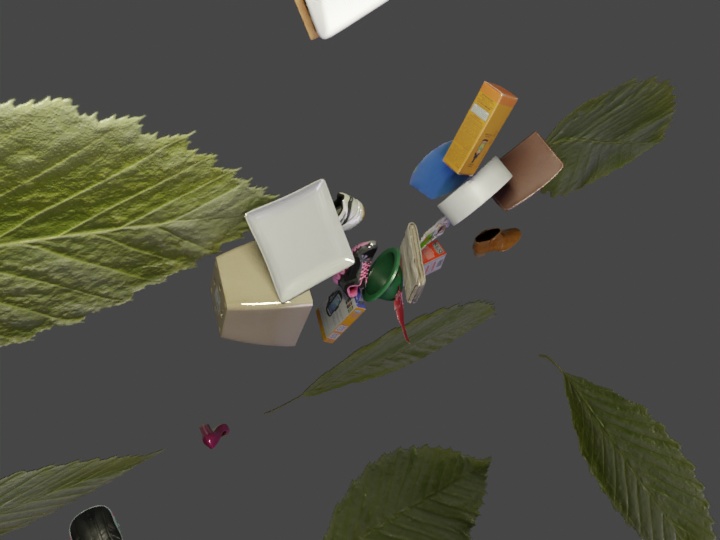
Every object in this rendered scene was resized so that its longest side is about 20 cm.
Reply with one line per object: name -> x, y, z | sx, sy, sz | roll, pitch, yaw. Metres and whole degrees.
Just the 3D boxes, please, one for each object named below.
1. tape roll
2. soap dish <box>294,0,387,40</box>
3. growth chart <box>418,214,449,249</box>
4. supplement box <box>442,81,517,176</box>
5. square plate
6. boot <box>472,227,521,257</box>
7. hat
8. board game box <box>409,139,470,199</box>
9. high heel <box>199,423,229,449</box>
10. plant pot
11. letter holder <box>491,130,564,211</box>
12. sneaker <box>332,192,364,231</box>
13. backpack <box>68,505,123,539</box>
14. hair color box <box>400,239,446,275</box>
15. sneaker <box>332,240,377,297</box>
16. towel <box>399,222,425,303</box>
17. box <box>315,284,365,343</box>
tape roll -> 0.298, -0.207, 1.514 | 0.202, 0.071, 0.202 | -41, 180, 0
soap dish -> -0.033, -0.415, 0.745 | 0.157, 0.082, 0.200 | -32, 158, 0
growth chart -> 0.224, -0.115, 1.722 | 0.200, 0.018, 0.145 | -42, 165, -8
supplement box -> 0.266, -0.314, 1.302 | 0.066, 0.069, 0.201 | -3, 129, -43
square plate -> -0.125, -0.065, 1.224 | 0.197, 0.202, 0.028 | -29, -163, -26
boot -> 0.487, -0.116, 2.035 | 0.200, 0.071, 0.144 | -25, 160, -4
hat -> 0.116, 0.059, 1.688 | 0.175, 0.166, 0.201 | 30, 105, -23
board game box -> 0.198, -0.257, 1.425 | 0.158, 0.039, 0.199 | -40, 149, 20
high heel -> -0.541, 0.637, 2.195 | 0.067, 0.097, 0.200 | -35, 157, 7
plant pot -> -0.235, 0.052, 1.306 | 0.175, 0.201, 0.201 | -5, 148, -25
letter holder -> 0.456, -0.258, 1.617 | 0.199, 0.143, 0.100 | -38, 157, 13
sneaker -> -0.088, -0.106, 1.337 | 0.200, 0.076, 0.087 | -41, 140, 13
backpack -> -1.015, 1.016, 2.220 | 0.176, 0.201, 0.151 | -22, 160, -31
hair color box -> 0.169, -0.013, 1.848 | 0.199, 0.062, 0.102 | -24, 156, -17
sneaker -> 0.000, 0.000, 1.613 | 0.078, 0.096, 0.200 | -8, 146, -39
towel -> 0.144, -0.018, 1.644 | 0.034, 0.202, 0.133 | 0, 150, -11
box -> -0.055, 0.112, 1.729 | 0.041, 0.120, 0.200 | 19, 129, -37
